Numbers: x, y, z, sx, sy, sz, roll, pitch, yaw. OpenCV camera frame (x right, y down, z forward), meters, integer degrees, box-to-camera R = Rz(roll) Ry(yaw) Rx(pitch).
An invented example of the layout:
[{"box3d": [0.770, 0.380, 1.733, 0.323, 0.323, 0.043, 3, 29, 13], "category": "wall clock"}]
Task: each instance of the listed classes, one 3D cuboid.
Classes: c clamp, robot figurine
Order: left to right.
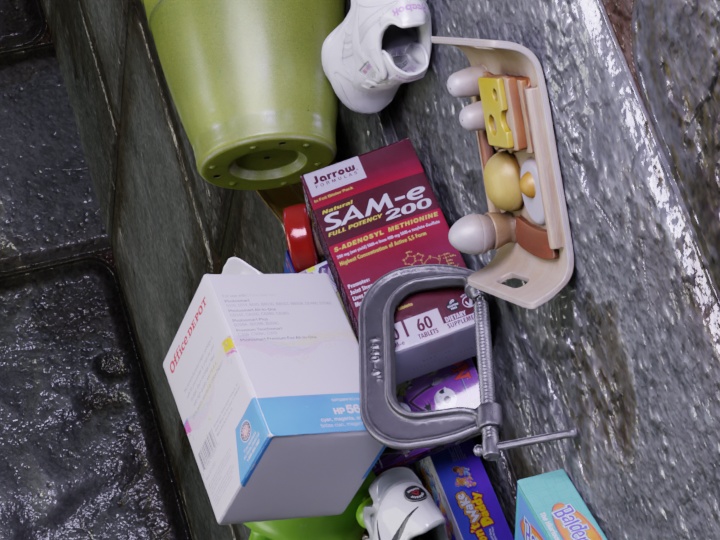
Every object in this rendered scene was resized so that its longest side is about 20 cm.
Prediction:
[{"box3d": [-0.038, 0.193, 1.737, 0.116, 0.175, 0.201, 30, -98, -63], "category": "robot figurine"}, {"box3d": [0.079, 0.073, 1.526, 0.027, 0.170, 0.201, 61, -163, -53], "category": "c clamp"}]

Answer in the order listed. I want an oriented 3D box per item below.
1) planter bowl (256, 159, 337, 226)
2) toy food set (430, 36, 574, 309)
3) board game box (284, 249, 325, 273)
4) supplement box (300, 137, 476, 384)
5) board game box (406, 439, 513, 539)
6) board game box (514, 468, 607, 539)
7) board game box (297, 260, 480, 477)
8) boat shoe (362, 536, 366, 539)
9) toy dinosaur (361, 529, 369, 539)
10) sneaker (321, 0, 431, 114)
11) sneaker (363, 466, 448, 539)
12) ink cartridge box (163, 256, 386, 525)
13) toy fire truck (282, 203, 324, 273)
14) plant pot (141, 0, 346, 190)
[{"box3d": [-0.081, -0.123, 1.948, 0.201, 0.083, 0.200, 53, -178, -2], "category": "planter bowl"}, {"box3d": [0.098, -0.079, 1.428, 0.143, 0.060, 0.201, -156, 54, -72], "category": "toy food set"}, {"box3d": [-0.036, 0.090, 2.097, 0.135, 0.044, 0.201, 97, 155, -52], "category": "board game box"}, {"box3d": [0.030, -0.008, 1.635, 0.061, 0.108, 0.201, 79, 170, -59], "category": "supplement box"}, {"box3d": [0.095, 0.245, 1.713, 0.135, 0.044, 0.201, 98, 154, -54], "category": "board game box"}, {"box3d": [0.169, 0.284, 1.500, 0.152, 0.045, 0.201, -119, 21, -48], "category": "board game box"}, {"box3d": [0.032, 0.069, 1.668, 0.032, 0.119, 0.201, 69, 179, -69], "category": "board game box"}, {"box3d": [0.033, 0.289, 1.959, 0.200, 0.069, 0.071, -118, 21, -44], "category": "boat shoe"}, {"box3d": [0.007, 0.226, 1.849, 0.200, 0.085, 0.136, 36, -146, -78], "category": "toy dinosaur"}, {"box3d": [0.016, -0.184, 1.612, 0.200, 0.074, 0.100, 102, 152, -59], "category": "sneaker"}, {"box3d": [0.046, 0.278, 1.646, 0.088, 0.074, 0.201, 40, 144, 48], "category": "sneaker"}, {"box3d": [-0.077, 0.097, 1.619, 0.129, 0.125, 0.201, -59, 42, 41], "category": "ink cartridge box"}, {"box3d": [0.000, 0.000, 1.799, 0.168, 0.111, 0.201, 10, -113, -86], "category": "toy fire truck"}, {"box3d": [-0.098, -0.185, 1.733, 0.201, 0.199, 0.194, 117, 147, -68], "category": "plant pot"}]
